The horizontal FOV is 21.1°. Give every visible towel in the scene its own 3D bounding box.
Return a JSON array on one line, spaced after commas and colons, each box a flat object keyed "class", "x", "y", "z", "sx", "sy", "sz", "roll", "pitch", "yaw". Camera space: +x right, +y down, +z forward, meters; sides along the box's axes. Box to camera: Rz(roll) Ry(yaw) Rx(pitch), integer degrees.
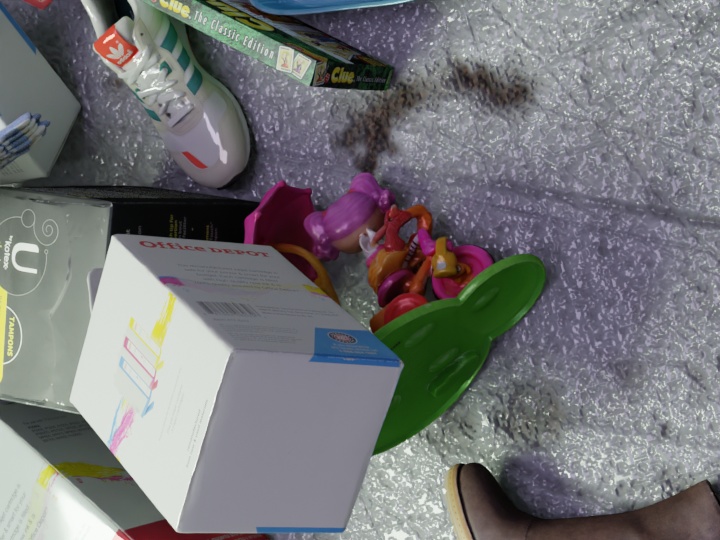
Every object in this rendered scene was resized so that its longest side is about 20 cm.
[{"class": "towel", "x": -0.309, "y": -0.057, "z": 1.383, "sx": 0.147, "sy": 0.200, "sz": 0.024, "roll": -27, "pitch": 101, "yaw": 14}]

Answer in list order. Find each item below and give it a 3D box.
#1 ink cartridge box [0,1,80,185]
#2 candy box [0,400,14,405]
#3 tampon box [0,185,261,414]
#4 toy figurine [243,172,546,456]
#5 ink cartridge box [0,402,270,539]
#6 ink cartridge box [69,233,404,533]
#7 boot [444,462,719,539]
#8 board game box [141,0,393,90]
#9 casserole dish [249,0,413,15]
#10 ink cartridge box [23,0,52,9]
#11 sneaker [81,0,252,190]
[{"class": "ink cartridge box", "x": -0.348, "y": -0.136, "z": 1.533, "sx": 0.199, "sy": 0.145, "sz": 0.084, "roll": -9, "pitch": 45, "yaw": 31}, {"class": "candy box", "x": -0.335, "y": 0.154, "z": 1.523, "sx": 0.072, "sy": 0.168, "sz": 0.200, "roll": 43, "pitch": 115, "yaw": 17}, {"class": "tampon box", "x": -0.172, "y": 0.017, "z": 1.403, "sx": 0.126, "sy": 0.200, "sz": 0.150, "roll": 8, "pitch": 95, "yaw": 31}, {"class": "toy figurine", "x": 0.000, "y": 0.000, "z": 1.353, "sx": 0.200, "sy": 0.150, "sz": 0.184, "roll": -41, "pitch": 60, "yaw": 3}, {"class": "ink cartridge box", "x": -0.205, "y": 0.208, "z": 1.463, "sx": 0.200, "sy": 0.144, "sz": 0.146, "roll": 38, "pitch": 111, "yaw": 24}, {"class": "ink cartridge box", "x": -0.090, "y": 0.065, "z": 1.242, "sx": 0.200, "sy": 0.128, "sz": 0.126, "roll": 40, "pitch": 118, "yaw": 51}, {"class": "boot", "x": 0.164, "y": 0.183, "z": 1.294, "sx": 0.166, "sy": 0.072, "sz": 0.200, "roll": -35, "pitch": 72, "yaw": 15}, {"class": "board game box", "x": -0.082, "y": -0.179, "z": 1.396, "sx": 0.200, "sy": 0.105, "sz": 0.024, "roll": 29, "pitch": 110, "yaw": 27}, {"class": "casserole dish", "x": -0.002, "y": -0.243, "z": 1.377, "sx": 0.199, "sy": 0.039, "sz": 0.122, "roll": -2, "pitch": 85, "yaw": 31}, {"class": "ink cartridge box", "x": -0.214, "y": -0.320, "z": 1.456, "sx": 0.200, "sy": 0.083, "sz": 0.146, "roll": -38, "pitch": 46, "yaw": 27}, {"class": "sneaker", "x": -0.158, "y": -0.147, "z": 1.450, "sx": 0.070, "sy": 0.093, "sz": 0.200, "roll": -34, "pitch": 74, "yaw": 28}]
